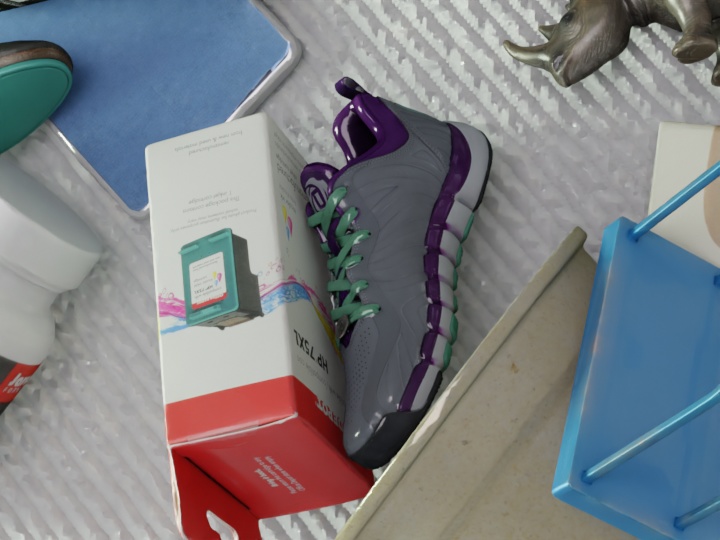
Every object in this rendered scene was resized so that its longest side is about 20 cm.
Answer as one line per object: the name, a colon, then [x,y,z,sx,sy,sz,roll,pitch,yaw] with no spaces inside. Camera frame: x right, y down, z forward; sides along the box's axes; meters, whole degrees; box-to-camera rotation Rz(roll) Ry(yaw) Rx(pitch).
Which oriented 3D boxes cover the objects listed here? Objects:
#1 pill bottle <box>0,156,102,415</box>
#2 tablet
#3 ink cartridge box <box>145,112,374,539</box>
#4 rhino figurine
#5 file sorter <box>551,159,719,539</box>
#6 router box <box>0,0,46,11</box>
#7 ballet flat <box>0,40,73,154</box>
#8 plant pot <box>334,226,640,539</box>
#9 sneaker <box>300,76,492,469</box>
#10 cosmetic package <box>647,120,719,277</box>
pill bottle: [-0.230,0.039,1.148,0.116,0.116,0.200,41,98,16]
tablet: [-0.137,-0.138,1.188,0.130,0.014,0.200,-45,74,9]
ink cartridge box: [-0.046,0.042,1.063,0.067,0.116,0.200,-14,63,15]
rhino figurine: [0.164,-0.135,1.070,0.200,0.060,0.088,-16,62,16]
file sorter: [0.204,0.056,0.917,0.200,0.123,0.139,28,54,-17]
router box: [-0.165,-0.241,1.141,0.149,0.051,0.200,-4,82,44]
ballet flat: [-0.240,-0.071,1.185,0.200,0.068,0.068,-39,55,14]
plant pot: [0.111,0.113,1.012,0.183,0.200,0.201,37,97,5]
sneaker: [0.000,0.000,1.056,0.087,0.074,0.200,26,50,-15]
cosmetic package: [0.237,-0.021,1.017,0.200,0.105,0.071,7,89,16]
